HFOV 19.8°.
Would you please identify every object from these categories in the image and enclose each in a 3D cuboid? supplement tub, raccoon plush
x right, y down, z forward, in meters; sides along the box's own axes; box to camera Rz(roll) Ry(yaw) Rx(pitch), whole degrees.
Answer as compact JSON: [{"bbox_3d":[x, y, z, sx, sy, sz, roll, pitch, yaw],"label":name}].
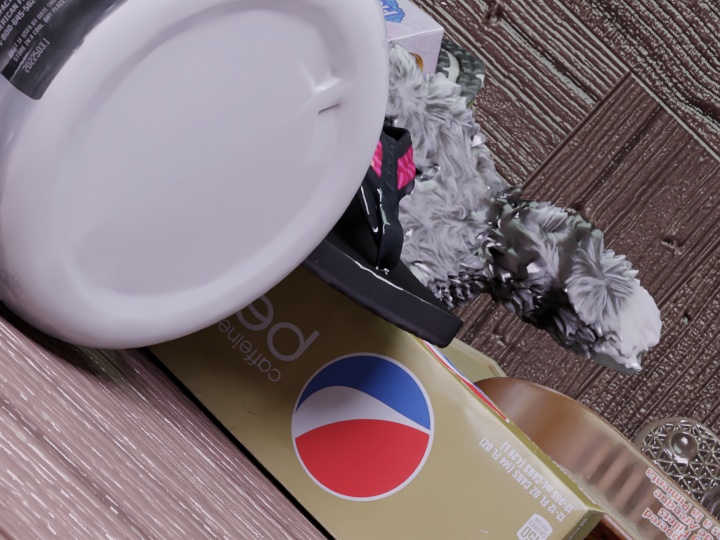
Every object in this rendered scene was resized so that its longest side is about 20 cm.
[{"bbox_3d":[-0.093,-0.082,0.553,0.200,0.123,0.122,44,1,37],"label":"supplement tub"},{"bbox_3d":[0.000,0.000,0.799,0.200,0.097,0.134,44,-32,-15],"label":"raccoon plush"}]

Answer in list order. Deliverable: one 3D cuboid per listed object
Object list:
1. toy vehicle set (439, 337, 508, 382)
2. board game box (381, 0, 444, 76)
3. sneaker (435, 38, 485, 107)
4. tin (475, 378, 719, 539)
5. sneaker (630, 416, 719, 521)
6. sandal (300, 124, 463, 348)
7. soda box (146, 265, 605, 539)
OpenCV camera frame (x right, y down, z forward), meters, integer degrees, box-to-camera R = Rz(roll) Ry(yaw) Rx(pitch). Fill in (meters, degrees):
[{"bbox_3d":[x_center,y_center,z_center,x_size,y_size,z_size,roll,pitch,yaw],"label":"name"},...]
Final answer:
[{"bbox_3d":[0.013,0.047,0.906,0.199,0.027,0.124,30,16,-37],"label":"toy vehicle set"},{"bbox_3d":[-0.049,-0.075,1.005,0.199,0.041,0.201,43,-44,39],"label":"board game box"},{"bbox_3d":[0.011,-0.081,1.058,0.076,0.089,0.200,11,15,-10],"label":"sneaker"},{"bbox_3d":[0.102,0.122,0.794,0.200,0.042,0.112,42,-35,2],"label":"tin"},{"bbox_3d":[0.165,0.173,0.986,0.076,0.070,0.202,123,-48,-67],"label":"sneaker"},{"bbox_3d":[-0.017,-0.044,0.645,0.075,0.045,0.200,33,14,-34],"label":"sandal"},{"bbox_3d":[-0.015,0.031,0.671,0.200,0.064,0.068,43,2,14],"label":"soda box"}]
